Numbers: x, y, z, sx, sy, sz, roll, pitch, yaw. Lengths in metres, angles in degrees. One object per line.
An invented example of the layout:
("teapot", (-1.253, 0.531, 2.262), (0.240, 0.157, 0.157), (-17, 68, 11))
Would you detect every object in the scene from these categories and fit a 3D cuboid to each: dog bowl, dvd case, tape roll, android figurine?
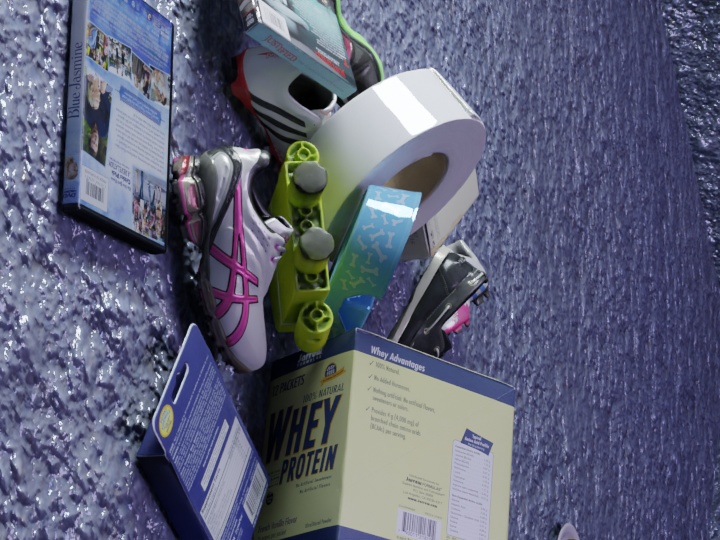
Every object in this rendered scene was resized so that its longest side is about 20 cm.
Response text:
("dog bowl", (0.000, 0.000, 1.552), (0.200, 0.049, 0.112), (114, -4, -49))
("dvd case", (-0.073, -0.263, 1.506), (0.146, 0.022, 0.201), (29, 37, -50))
("tape roll", (0.025, -0.100, 1.619), (0.071, 0.202, 0.202), (50, 10, 21))
("android figurine", (-0.054, -0.018, 1.502), (0.200, 0.041, 0.183), (112, -27, -67))
("dvd case", (-0.188, -0.125, 1.316), (0.143, 0.017, 0.201), (32, 55, -65))

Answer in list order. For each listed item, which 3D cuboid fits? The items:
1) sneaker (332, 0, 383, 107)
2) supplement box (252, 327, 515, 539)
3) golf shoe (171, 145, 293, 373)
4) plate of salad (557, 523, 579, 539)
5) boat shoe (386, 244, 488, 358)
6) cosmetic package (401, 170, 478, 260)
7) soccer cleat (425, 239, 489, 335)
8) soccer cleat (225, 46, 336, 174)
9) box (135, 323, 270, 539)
("sneaker", (-0.040, -0.219, 1.668), (0.200, 0.076, 0.084), (57, 48, -41))
("supplement box", (0.024, 0.188, 1.540), (0.199, 0.134, 0.201), (22, 62, -33))
("golf shoe", (-0.098, -0.006, 1.412), (0.073, 0.092, 0.201), (-102, -179, -68))
("plate of salad", (0.323, 0.480, 2.504), (0.200, 0.048, 0.201), (-4, 90, -70))
("boat shoe", (0.062, 0.075, 1.760), (0.201, 0.067, 0.072), (-59, -179, 0))
("cosmetic package", (0.053, -0.077, 1.824), (0.200, 0.103, 0.073), (-47, 130, -61))
("soccer cleat", (0.098, 0.023, 1.991), (0.087, 0.070, 0.200), (65, 22, -9))
("soccer cleat", (-0.054, -0.143, 1.576), (0.200, 0.085, 0.069), (56, 36, -53))
("box", (-0.132, 0.153, 1.387), (0.121, 0.032, 0.201), (-72, 151, -46))
